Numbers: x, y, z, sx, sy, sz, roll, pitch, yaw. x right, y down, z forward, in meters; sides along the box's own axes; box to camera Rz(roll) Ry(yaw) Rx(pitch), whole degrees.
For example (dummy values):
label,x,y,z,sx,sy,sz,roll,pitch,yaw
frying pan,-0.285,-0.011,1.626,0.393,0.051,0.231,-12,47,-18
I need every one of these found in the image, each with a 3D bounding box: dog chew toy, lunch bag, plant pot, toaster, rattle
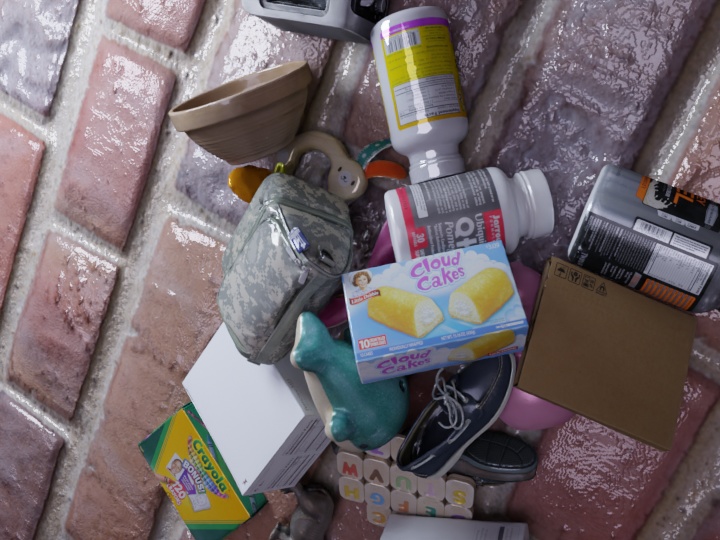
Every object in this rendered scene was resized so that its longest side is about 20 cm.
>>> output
label,x,y,z,sx,sy,sz,roll,pitch,yaw
dog chew toy,0.208,0.091,0.881,0.121,0.124,0.206,-11,85,22
lunch bag,-0.096,0.003,0.904,0.137,0.170,0.201,19,127,-27
plant pot,-0.150,-0.205,0.946,0.196,0.202,0.095,-9,115,22
toaster,-0.055,-0.407,0.911,0.195,0.118,0.186,15,102,19
rattle,-0.054,-0.139,0.940,0.195,0.142,0.134,2,74,29

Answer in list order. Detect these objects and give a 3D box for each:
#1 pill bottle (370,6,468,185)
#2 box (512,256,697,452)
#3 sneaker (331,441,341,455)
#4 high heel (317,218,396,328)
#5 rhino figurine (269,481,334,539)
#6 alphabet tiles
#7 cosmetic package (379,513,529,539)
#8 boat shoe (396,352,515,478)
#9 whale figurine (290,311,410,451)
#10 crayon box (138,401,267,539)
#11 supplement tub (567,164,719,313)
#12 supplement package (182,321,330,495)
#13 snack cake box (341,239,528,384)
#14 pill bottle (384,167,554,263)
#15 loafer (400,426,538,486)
label,x,y,z,sx,sy,sz,roll,pitch,yaw
pill bottle,0.079,-0.217,0.891,0.102,0.104,0.206,-11,93,22
box,0.289,0.096,0.823,0.196,0.021,0.167,22,74,-4
sneaker,0.001,0.168,1.003,0.081,0.072,0.204,31,103,33
high heel,0.000,0.000,0.967,0.197,0.067,0.097,-32,95,17
rhino figurine,-0.093,0.409,1.067,0.085,0.060,0.205,15,106,7
alphabet tiles,0.061,0.302,0.970,0.194,0.015,0.200,10,126,16
cosmetic package,0.129,0.451,0.934,0.195,0.123,0.205,-4,109,23
boat shoe,0.111,0.168,0.848,0.202,0.061,0.075,-54,42,22
whale figurine,-0.008,0.132,0.859,0.102,0.162,0.201,-16,130,25
crayon box,-0.252,0.324,1.118,0.118,0.058,0.202,-38,83,21
supplement tub,0.350,-0.031,0.803,0.196,0.122,0.125,24,105,15
supplement package,-0.135,0.179,0.992,0.157,0.110,0.201,-52,58,19
snack cake box,0.083,0.048,0.813,0.194,0.068,0.118,-12,59,0
pill bottle,0.133,-0.064,0.871,0.194,0.111,0.114,-13,93,1
loafer,0.147,0.259,0.959,0.195,0.072,0.064,4,119,27
